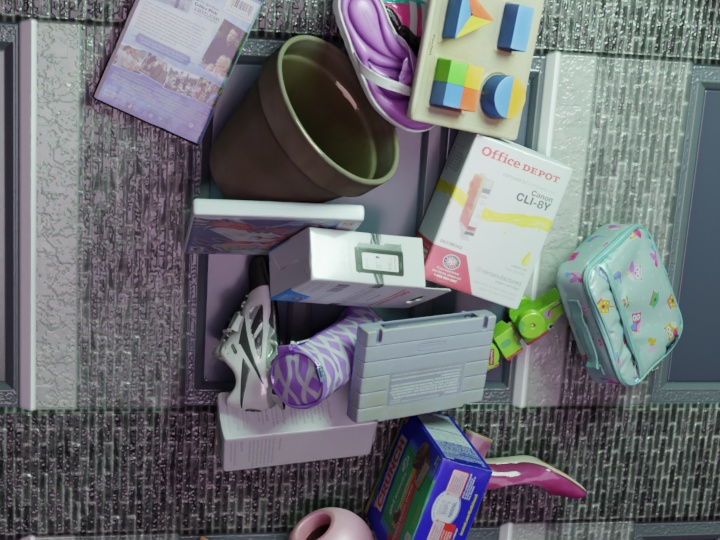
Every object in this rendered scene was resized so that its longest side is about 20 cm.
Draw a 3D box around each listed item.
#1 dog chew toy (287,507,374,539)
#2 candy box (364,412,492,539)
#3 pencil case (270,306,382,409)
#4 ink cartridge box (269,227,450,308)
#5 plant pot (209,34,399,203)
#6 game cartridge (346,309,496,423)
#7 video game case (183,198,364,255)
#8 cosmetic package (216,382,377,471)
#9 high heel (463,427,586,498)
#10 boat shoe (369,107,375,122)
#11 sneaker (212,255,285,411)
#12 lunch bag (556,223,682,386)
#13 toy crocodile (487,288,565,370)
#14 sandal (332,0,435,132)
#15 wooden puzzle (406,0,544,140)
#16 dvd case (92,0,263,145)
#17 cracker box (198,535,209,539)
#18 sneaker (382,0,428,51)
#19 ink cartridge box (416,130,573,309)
[{"bbox_3d":[-0.019,0.419,1.565,0.124,0.125,0.200,-31,115,-3],"label":"dog chew toy"},{"bbox_3d":[0.085,0.291,1.510,0.077,0.200,0.169,18,98,-14],"label":"candy box"},{"bbox_3d":[-0.039,0.104,1.445,0.084,0.200,0.086,-22,93,29],"label":"pencil case"},{"bbox_3d":[0.000,0.000,1.431,0.200,0.116,0.068,5,74,-30],"label":"ink cartridge box"},{"bbox_3d":[-0.082,-0.150,1.373,0.173,0.200,0.200,-31,111,32],"label":"plant pot"},{"bbox_3d":[0.077,0.120,1.454,0.200,0.038,0.130,-5,117,-32],"label":"game cartridge"},{"bbox_3d":[-0.111,-0.048,1.404,0.199,0.182,0.023,2,76,-12],"label":"video game case"},{"bbox_3d":[-0.084,0.200,1.499,0.199,0.074,0.102,-6,148,-12],"label":"cosmetic package"},{"bbox_3d":[0.212,0.300,1.607,0.200,0.067,0.096,24,88,-1],"label":"high heel"},{"bbox_3d":[0.102,-0.218,1.462,0.200,0.064,0.071,-19,106,-7],"label":"boat shoe"},{"bbox_3d":[-0.144,0.078,1.452,0.088,0.074,0.201,-4,73,1],"label":"sneaker"},{"bbox_3d":[0.346,0.051,1.537,0.160,0.077,0.200,-38,113,-34],"label":"lunch bag"},{"bbox_3d":[0.198,0.091,1.555,0.200,0.068,0.062,-34,112,0],"label":"toy crocodile"},{"bbox_3d":[0.033,-0.245,1.358,0.082,0.050,0.203,-41,112,-11],"label":"sandal"},{"bbox_3d":[0.150,-0.259,1.389,0.200,0.046,0.186,4,99,-42],"label":"wooden puzzle"},{"bbox_3d":[-0.222,-0.272,1.407,0.142,0.018,0.200,23,98,-15],"label":"dvd case"},{"bbox_3d":[-0.140,0.448,1.536,0.200,0.134,0.058,32,95,-16],"label":"cracker box"},{"bbox_3d":[0.062,-0.285,1.427,0.200,0.084,0.121,33,94,-15],"label":"sneaker"},{"bbox_3d":[0.167,-0.070,1.500,0.145,0.083,0.200,19,99,-14],"label":"ink cartridge box"}]
